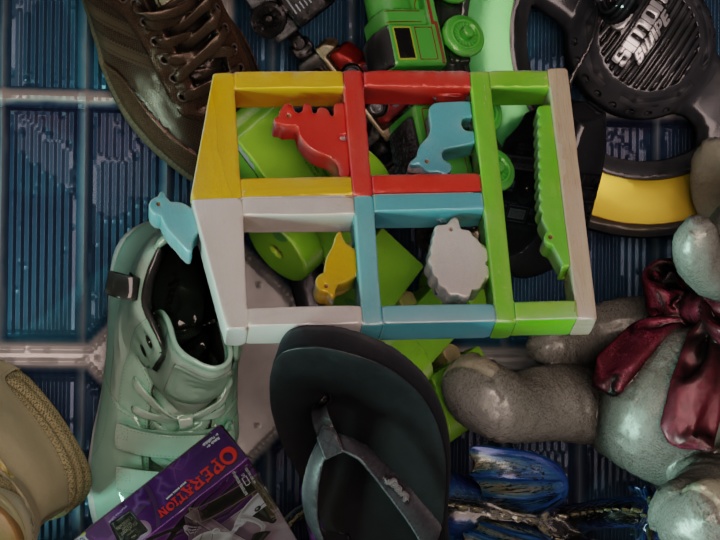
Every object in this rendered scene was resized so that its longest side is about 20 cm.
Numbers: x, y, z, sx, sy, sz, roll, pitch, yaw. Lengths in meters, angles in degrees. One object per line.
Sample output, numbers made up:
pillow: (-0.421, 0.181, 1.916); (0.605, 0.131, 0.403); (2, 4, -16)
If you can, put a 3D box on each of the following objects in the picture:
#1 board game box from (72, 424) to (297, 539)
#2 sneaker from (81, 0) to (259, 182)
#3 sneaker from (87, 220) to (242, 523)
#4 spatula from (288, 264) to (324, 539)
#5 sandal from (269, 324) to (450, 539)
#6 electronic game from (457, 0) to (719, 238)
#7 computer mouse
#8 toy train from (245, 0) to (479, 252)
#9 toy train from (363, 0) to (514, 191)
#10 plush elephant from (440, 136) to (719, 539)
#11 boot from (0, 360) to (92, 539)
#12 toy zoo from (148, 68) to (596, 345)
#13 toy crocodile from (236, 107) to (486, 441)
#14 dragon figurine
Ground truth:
board game box: (-0.076, 0.162, 1.111); (0.120, 0.200, 0.032); (-35, 55, -7)
sneaker: (-0.100, -0.127, 1.161); (0.070, 0.076, 0.200); (-31, 94, -10)
sneaker: (-0.090, 0.074, 1.135); (0.073, 0.118, 0.201); (-3, 89, -11)
spatula: (-0.013, 0.061, 1.200); (0.056, 0.021, 0.201); (-11, 90, -17)
sandal: (0.008, 0.112, 1.096); (0.076, 0.043, 0.201); (-5, 121, 17)
electronic game: (0.143, -0.117, 1.226); (0.199, 0.042, 0.201); (0, 89, -11)
computer mouse: (0.111, -0.090, 1.183); (0.034, 0.059, 0.201); (21, 88, -34)
toy train: (0.001, -0.088, 1.197); (0.046, 0.034, 0.200); (-37, 96, 8)
toy train: (0.028, -0.117, 1.176); (0.056, 0.042, 0.201); (-3, 71, -26)
plush elephant: (0.171, 0.028, 1.150); (0.200, 0.165, 0.155); (-4, 118, -48)
boot: (-0.220, 0.063, 1.097); (0.200, 0.155, 0.073); (33, 103, 2)
toy zoo: (0.003, -0.031, 1.104); (0.199, 0.020, 0.132); (-1, 65, -7)
toy crocodile: (0.000, 0.000, 1.176); (0.200, 0.062, 0.068); (49, 63, -12)
dragon figurine: (0.066, 0.118, 1.163); (0.199, 0.099, 0.059); (14, 75, -22)
